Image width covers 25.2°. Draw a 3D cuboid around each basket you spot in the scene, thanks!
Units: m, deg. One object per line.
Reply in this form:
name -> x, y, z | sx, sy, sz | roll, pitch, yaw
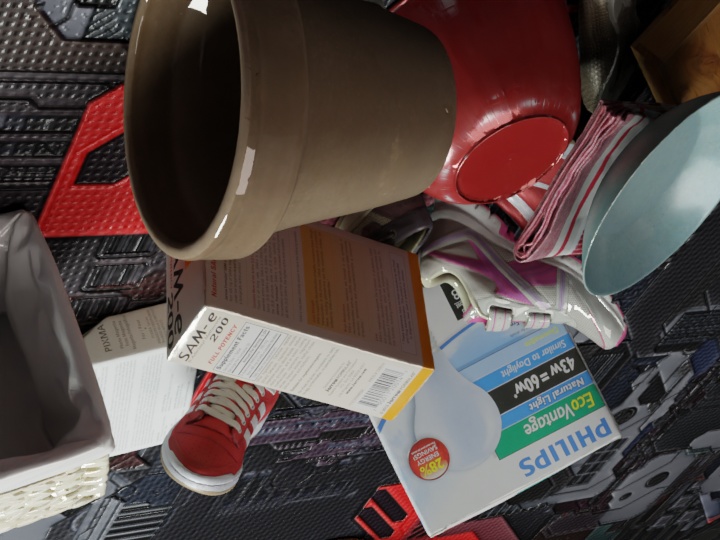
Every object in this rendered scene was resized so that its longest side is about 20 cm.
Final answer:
basket -> -0.267, 0.081, 1.155 | 0.134, 0.201, 0.124 | -17, 153, -17

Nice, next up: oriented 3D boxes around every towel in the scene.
towel -> 0.213, -0.071, 1.300 | 0.199, 0.023, 0.145 | -6, 132, -52

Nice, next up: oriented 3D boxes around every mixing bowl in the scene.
mixing bowl -> 0.091, -0.122, 1.216 | 0.198, 0.109, 0.201 | -19, 149, -12

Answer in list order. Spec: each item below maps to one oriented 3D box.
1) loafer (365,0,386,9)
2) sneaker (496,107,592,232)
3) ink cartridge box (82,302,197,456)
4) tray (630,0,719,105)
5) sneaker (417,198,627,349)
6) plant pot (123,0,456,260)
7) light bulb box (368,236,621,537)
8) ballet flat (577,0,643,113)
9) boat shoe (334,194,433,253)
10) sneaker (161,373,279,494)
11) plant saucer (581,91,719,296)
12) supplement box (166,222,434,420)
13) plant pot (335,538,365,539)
loafer -> -0.044, -0.114, 1.162 | 0.071, 0.063, 0.200 | 6, 136, -45
sneaker -> 0.194, -0.077, 1.403 | 0.199, 0.072, 0.113 | 13, 128, -38
ink cartridge box -> -0.238, 0.107, 1.368 | 0.198, 0.057, 0.163 | -9, 146, -20
tray -> 0.290, -0.170, 1.343 | 0.099, 0.037, 0.200 | -47, 152, 0
sneaker -> 0.131, 0.019, 1.369 | 0.089, 0.199, 0.081 | -58, 169, -11
plant pot -> -0.039, -0.107, 1.029 | 0.173, 0.201, 0.201 | 0, 141, -31
light bulb box -> 0.104, 0.108, 1.461 | 0.197, 0.201, 0.125 | -28, 172, 1
ballet flat -> 0.189, -0.189, 1.263 | 0.068, 0.046, 0.200 | -55, 160, -15
boat shoe -> 0.000, 0.000, 1.371 | 0.071, 0.065, 0.200 | -3, 143, -38
sneaker -> -0.103, 0.104, 1.354 | 0.113, 0.071, 0.200 | -61, 180, 20
plant saucer -> 0.234, -0.070, 1.266 | 0.200, 0.039, 0.202 | -37, 153, -22
supplement box -> -0.049, 0.027, 1.256 | 0.198, 0.127, 0.074 | 18, 133, -24
plant pot -> -0.045, 0.434, 1.930 | 0.198, 0.141, 0.201 | -19, 149, -12
